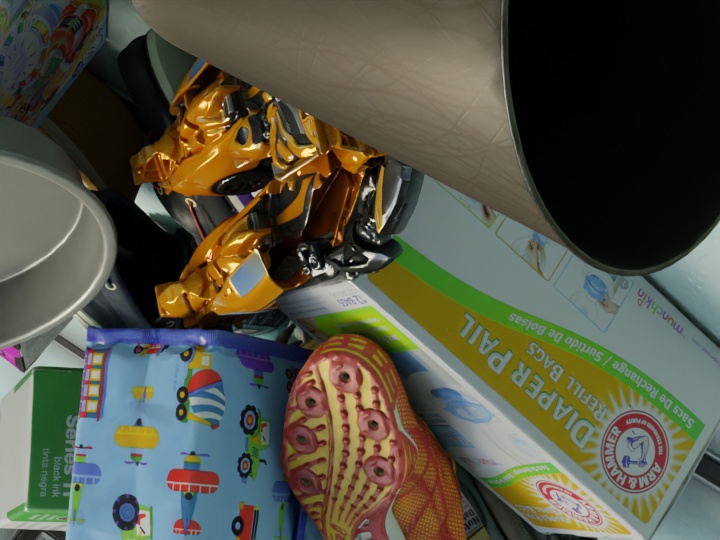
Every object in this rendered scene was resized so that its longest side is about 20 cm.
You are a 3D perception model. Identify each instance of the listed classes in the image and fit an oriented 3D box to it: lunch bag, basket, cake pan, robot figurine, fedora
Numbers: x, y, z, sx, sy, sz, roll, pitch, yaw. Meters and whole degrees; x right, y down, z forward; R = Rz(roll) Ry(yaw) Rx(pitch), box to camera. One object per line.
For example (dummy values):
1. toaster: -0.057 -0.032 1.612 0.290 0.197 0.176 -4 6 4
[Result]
1. lunch bag: -0.049 0.117 0.875 0.093 0.153 0.199 0 171 38
2. basket: 0.021 -0.104 0.567 0.199 0.136 0.181 24 154 40
3. cake pan: -0.219 -0.016 0.824 0.198 0.037 0.201 -10 151 -5
4. robot figurine: -0.038 -0.052 0.754 0.200 0.058 0.147 -39 60 54
5. fedora: -0.191 -0.076 1.055 0.200 0.082 0.201 33 157 16

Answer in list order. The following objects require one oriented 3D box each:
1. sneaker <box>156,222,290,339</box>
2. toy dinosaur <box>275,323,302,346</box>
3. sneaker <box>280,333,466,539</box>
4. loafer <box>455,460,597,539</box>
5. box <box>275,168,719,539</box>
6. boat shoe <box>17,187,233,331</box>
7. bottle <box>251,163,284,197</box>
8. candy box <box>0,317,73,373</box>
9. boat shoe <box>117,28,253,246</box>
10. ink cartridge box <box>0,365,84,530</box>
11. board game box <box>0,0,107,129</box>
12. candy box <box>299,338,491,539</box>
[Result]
1. sneaker: -0.119 0.020 1.168 0.086 0.078 0.199 37 165 -30
2. toy dinosaur: -0.092 0.073 1.236 0.199 0.086 0.136 28 160 38
3. sneaker: 0.011 0.102 0.842 0.072 0.077 0.201 7 134 23
4. loafer: 0.091 0.120 0.919 0.201 0.063 0.072 56 -171 -13
5. box: 0.072 0.033 0.832 0.200 0.102 0.112 41 160 -16
6. boat shoe: -0.121 0.011 0.974 0.062 0.075 0.200 -12 149 22
7. bottle: 0.000 0.000 0.931 0.083 0.066 0.201 11 149 38
8. candy box: -0.247 -0.028 1.039 0.136 0.061 0.200 36 157 9
9. boat shoe: -0.087 -0.054 0.925 0.062 0.074 0.202 -14 144 12
10. ink cartridge box: -0.109 0.113 1.011 0.198 0.084 0.147 5 166 -18
11. board game box: -0.179 -0.118 0.857 0.034 0.135 0.200 34 161 2
12. candy box: 0.028 0.140 1.113 0.200 0.056 0.117 53 173 41
